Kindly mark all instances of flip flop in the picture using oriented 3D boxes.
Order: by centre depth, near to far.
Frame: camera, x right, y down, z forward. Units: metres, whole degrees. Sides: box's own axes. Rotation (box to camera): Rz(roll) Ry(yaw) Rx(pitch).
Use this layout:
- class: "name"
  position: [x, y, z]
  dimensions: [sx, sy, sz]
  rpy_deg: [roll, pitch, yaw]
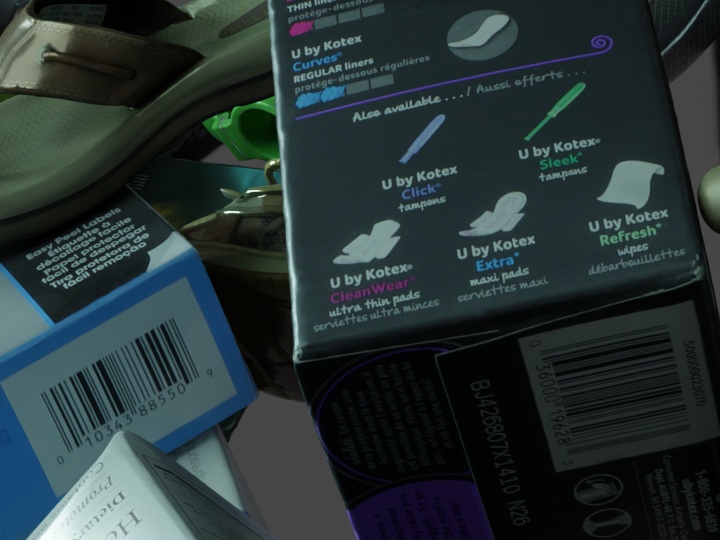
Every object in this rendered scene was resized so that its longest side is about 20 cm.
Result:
- class: "flip flop"
  position: [-0.077, -0.069, 0.843]
  dimensions: [0.199, 0.058, 0.081]
  rpy_deg: [-27, 30, -2]

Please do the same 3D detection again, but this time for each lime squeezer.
- class: "lime squeezer"
  position: [-0.026, -0.068, 1.047]
  dimensions: [0.070, 0.038, 0.200]
  rpy_deg: [-24, 26, -8]

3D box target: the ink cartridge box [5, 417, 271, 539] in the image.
- class: "ink cartridge box"
  position: [-0.109, 0.145, 0.797]
  dimensions: [0.199, 0.085, 0.146]
  rpy_deg: [-25, 31, -2]

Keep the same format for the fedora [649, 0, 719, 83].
- class: "fedora"
  position: [0.064, -0.138, 0.908]
  dimensions: [0.177, 0.090, 0.201]
  rpy_deg: [-38, 32, 30]

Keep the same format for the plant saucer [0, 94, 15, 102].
- class: "plant saucer"
  position: [-0.156, -0.030, 1.126]
  dimensions: [0.200, 0.048, 0.201]
  rpy_deg: [-47, 15, 56]

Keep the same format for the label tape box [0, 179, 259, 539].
- class: "label tape box"
  position: [-0.141, 0.017, 0.870]
  dimensions: [0.143, 0.066, 0.200]
  rpy_deg: [-31, 33, -13]

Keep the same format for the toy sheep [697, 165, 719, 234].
- class: "toy sheep"
  position: [0.164, -0.043, 0.596]
  dimensions: [0.199, 0.138, 0.138]
  rpy_deg: [-13, 48, 39]

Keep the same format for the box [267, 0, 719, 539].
- class: "box"
  position: [0.038, -0.024, 0.734]
  dimensions: [0.106, 0.123, 0.201]
  rpy_deg: [-12, 48, 6]

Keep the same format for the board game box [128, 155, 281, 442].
- class: "board game box"
  position: [-0.090, 0.019, 1.046]
  dimensions: [0.200, 0.028, 0.136]
  rpy_deg: [11, 69, 60]

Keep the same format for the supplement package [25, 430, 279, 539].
- class: "supplement package"
  position: [-0.039, 0.184, 0.619]
  dimensions: [0.191, 0.147, 0.200]
  rpy_deg: [-49, 34, 2]

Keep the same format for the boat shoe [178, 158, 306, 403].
- class: "boat shoe"
  position: [0.000, 0.000, 0.888]
  dimensions: [0.199, 0.073, 0.063]
  rpy_deg: [1, 49, 44]
